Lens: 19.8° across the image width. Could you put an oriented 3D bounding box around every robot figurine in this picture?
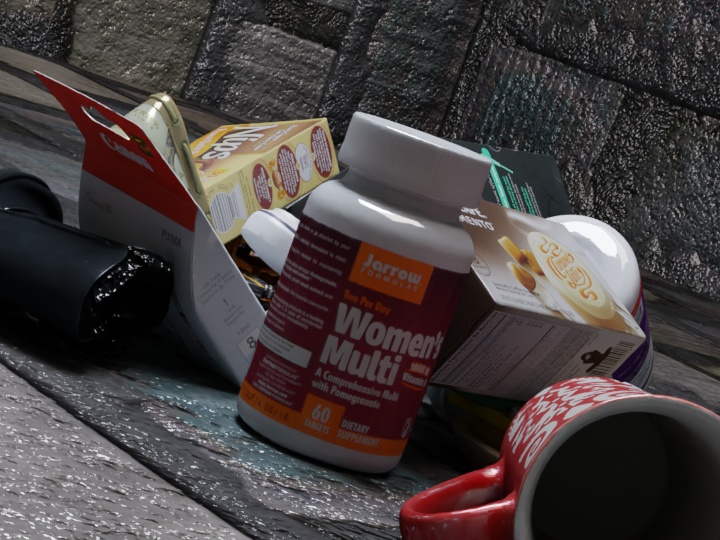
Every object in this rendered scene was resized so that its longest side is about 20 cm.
[{"bbox_3d":[-0.064,0.001,1.750,0.199,0.059,0.145,16,8,-37],"label":"robot figurine"}]

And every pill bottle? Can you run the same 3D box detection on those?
[{"bbox_3d":[0.005,0.012,1.257,0.109,0.201,0.110,19,7,-2],"label":"pill bottle"},{"bbox_3d":[0.173,0.049,1.629,0.112,0.113,0.200,23,-22,23],"label":"pill bottle"}]

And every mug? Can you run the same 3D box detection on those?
[{"bbox_3d":[0.119,0.113,1.114,0.177,0.134,0.200,22,3,-3],"label":"mug"}]

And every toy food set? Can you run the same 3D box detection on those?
[{"bbox_3d":[0.155,0.132,1.403,0.200,0.049,0.197,27,9,41],"label":"toy food set"}]

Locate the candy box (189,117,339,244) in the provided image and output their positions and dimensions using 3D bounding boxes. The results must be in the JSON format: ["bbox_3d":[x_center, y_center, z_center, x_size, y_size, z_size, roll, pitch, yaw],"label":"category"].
[{"bbox_3d":[-0.119,-0.068,1.689,0.115,0.056,0.200,-1,20,34],"label":"candy box"}]

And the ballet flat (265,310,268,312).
[{"bbox_3d":[-0.035,0.061,1.399,0.075,0.068,0.200,-5,9,-19],"label":"ballet flat"}]

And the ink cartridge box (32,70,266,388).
[{"bbox_3d":[-0.145,-0.027,1.350,0.160,0.047,0.200,29,-24,51],"label":"ink cartridge box"}]

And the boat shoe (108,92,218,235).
[{"bbox_3d":[-0.129,-0.038,1.474,0.073,0.063,0.201,26,-29,30],"label":"boat shoe"}]

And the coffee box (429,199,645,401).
[{"bbox_3d":[0.091,0.019,1.387,0.200,0.080,0.115,14,35,-52],"label":"coffee box"}]

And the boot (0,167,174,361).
[{"bbox_3d":[-0.193,-0.003,1.325,0.167,0.077,0.200,21,10,16],"label":"boot"}]

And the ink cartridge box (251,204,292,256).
[{"bbox_3d":[-0.032,-0.025,1.956,0.145,0.083,0.200,15,9,-37],"label":"ink cartridge box"}]

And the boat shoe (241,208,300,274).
[{"bbox_3d":[0.000,0.000,1.428,0.200,0.066,0.072,36,-7,-35],"label":"boat shoe"}]

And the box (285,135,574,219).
[{"bbox_3d":[0.067,-0.019,1.697,0.199,0.148,0.125,5,60,-46],"label":"box"}]

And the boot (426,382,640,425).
[{"bbox_3d":[0.137,0.093,1.546,0.199,0.074,0.096,17,13,-19],"label":"boot"}]
